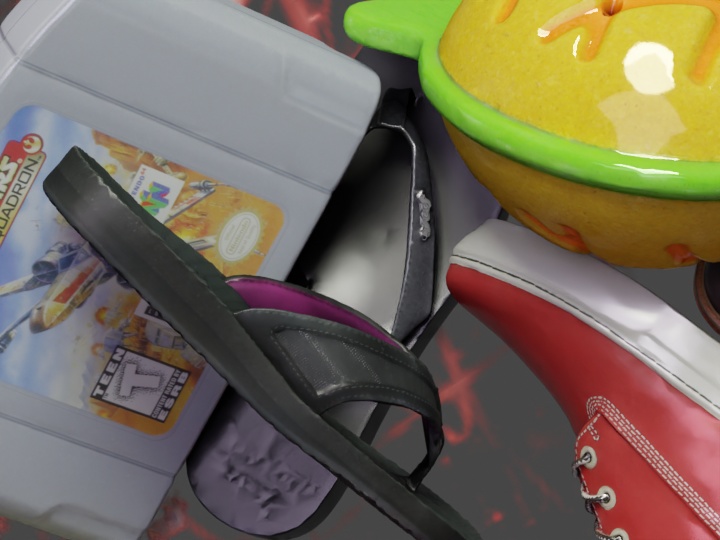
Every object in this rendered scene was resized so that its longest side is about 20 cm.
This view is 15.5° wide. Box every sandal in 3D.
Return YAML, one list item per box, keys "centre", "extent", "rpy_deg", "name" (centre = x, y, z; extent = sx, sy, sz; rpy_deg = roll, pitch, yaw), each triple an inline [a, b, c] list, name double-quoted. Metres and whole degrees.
- centre: [-0.018, 0.025, 0.869]
  extent: [0.048, 0.075, 0.200]
  rpy_deg: [-45, 111, 1]
  name: "sandal"
- centre: [0.000, 0.001, 0.938]
  extent: [0.076, 0.043, 0.201]
  rpy_deg: [20, 84, 18]
  name: "sandal"

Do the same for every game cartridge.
- centre: [-0.094, -0.005, 0.904]
  extent: [0.201, 0.133, 0.042]
  rpy_deg: [-61, 32, 15]
  name: "game cartridge"

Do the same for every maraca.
- centre: [0.079, -0.066, 0.874]
  extent: [0.200, 0.137, 0.108]
  rpy_deg: [37, 128, 49]
  name: "maraca"

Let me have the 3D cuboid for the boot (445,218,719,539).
- centre: [0.083, 0.086, 0.884]
  extent: [0.200, 0.072, 0.145]
  rpy_deg: [37, 91, 16]
  name: "boot"

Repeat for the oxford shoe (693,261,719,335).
- centre: [0.183, -0.057, 0.885]
  extent: [0.071, 0.073, 0.200]
  rpy_deg: [43, 91, 19]
  name: "oxford shoe"
